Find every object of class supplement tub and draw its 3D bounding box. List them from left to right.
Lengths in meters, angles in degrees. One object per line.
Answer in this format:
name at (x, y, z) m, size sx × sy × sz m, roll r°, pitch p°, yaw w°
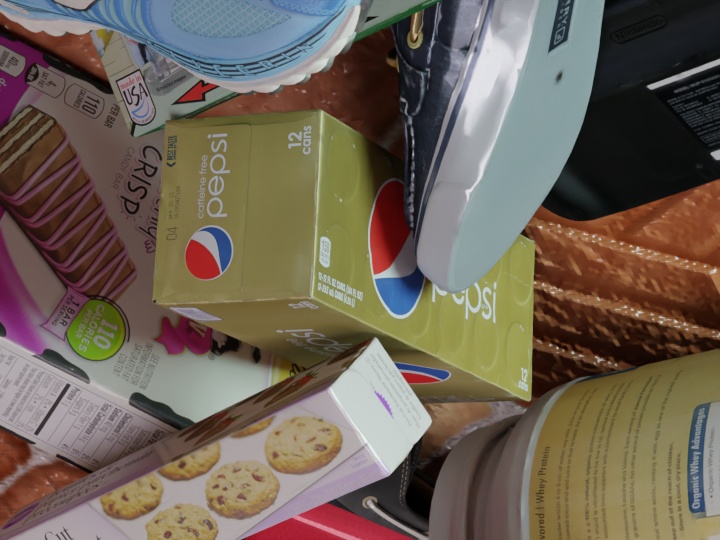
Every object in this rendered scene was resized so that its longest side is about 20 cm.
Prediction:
supplement tub at (0.142, 0.104, 1.025) m, size 0.200 × 0.145 × 0.145 m, roll -14°, pitch 129°, yaw 34°

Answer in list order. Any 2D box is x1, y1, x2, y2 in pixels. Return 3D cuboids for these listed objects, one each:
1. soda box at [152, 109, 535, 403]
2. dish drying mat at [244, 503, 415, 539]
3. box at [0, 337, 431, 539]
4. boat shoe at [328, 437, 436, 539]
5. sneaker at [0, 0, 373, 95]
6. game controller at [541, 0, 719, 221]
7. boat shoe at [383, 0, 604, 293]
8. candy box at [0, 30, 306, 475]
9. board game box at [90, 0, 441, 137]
soda box at (0.000, 0.000, 0.960) m, size 0.064 × 0.068 × 0.200 m, roll -3°, pitch 166°, yaw 25°
dish drying mat at (0.048, 0.140, 0.986) m, size 0.199 × 0.018 × 0.077 m, roll 22°, pitch 137°, yaw 6°
box at (-0.061, 0.081, 0.952) m, size 0.200 × 0.039 × 0.042 m, roll -26°, pitch 102°, yaw 37°
boat shoe at (-0.008, 0.077, 1.132) m, size 0.068 × 0.072 × 0.200 m, roll -32°, pitch 117°, yaw 14°
sneaker at (-0.074, -0.107, 0.802) m, size 0.200 × 0.079 × 0.090 m, roll 7°, pitch 167°, yaw 40°
game controller at (0.122, -0.073, 0.926) m, size 0.200 × 0.042 × 0.104 m, roll -18°, pitch 141°, yaw 38°
boat shoe at (0.032, -0.092, 0.888) m, size 0.091 × 0.071 × 0.201 m, roll 32°, pitch 129°, yaw 24°
candy box at (-0.107, 0.000, 1.020) m, size 0.200 × 0.137 × 0.061 m, roll 28°, pitch 140°, yaw -10°
board game box at (-0.031, -0.136, 0.852) m, size 0.200 × 0.029 × 0.135 m, roll -21°, pitch 92°, yaw 45°
